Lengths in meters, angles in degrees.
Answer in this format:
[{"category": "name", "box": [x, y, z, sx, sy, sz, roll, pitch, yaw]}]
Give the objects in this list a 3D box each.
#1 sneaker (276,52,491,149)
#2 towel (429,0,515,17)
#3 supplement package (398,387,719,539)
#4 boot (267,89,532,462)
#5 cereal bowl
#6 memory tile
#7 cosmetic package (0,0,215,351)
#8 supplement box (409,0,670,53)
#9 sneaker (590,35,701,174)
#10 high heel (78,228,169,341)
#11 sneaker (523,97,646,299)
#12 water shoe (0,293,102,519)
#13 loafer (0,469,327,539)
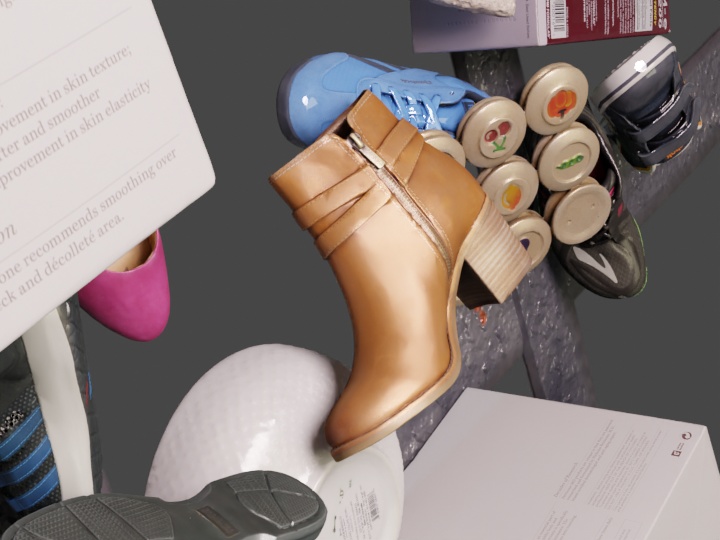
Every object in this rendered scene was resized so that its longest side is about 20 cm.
[{"category": "sneaker", "box": [0.030, -0.107, 0.853, 0.200, 0.078, 0.066, -1, 96, -50]}, {"category": "towel", "box": [0.057, -0.270, 0.836, 0.034, 0.132, 0.200, 119, -18, -80]}, {"category": "supplement package", "box": [0.133, 0.210, 0.916, 0.191, 0.200, 0.147, -49, 129, -36]}, {"category": "boot", "box": [0.000, 0.000, 0.764, 0.155, 0.074, 0.200, 46, 55, -12]}, {"category": "cereal bowl", "box": [-0.036, 0.148, 0.792, 0.200, 0.083, 0.200, -6, 98, -50]}, {"category": "memory tile", "box": [0.079, -0.043, 0.874, 0.200, 0.017, 0.153, -28, 132, -11]}, {"category": "cosmetic package", "box": [-0.193, -0.084, 0.502, 0.167, 0.166, 0.200, -43, 126, -41]}, {"category": "supplement box", "box": [0.137, -0.197, 0.950, 0.200, 0.109, 0.061, -16, 106, -51]}, {"category": "sneaker", "box": [0.236, -0.130, 1.037, 0.079, 0.078, 0.200, 51, 8, 8]}, {"category": "high heel", "box": [-0.121, -0.046, 0.652, 0.067, 0.096, 0.200, -39, 122, -43]}, {"category": "sneaker", "box": [0.176, -0.055, 1.024, 0.084, 0.077, 0.200, -89, 153, -65]}, {"category": "water shoe", "box": [-0.173, 0.073, 0.635, 0.072, 0.079, 0.200, -106, -167, -57]}, {"category": "loafer", "box": [-0.095, 0.149, 0.638, 0.200, 0.072, 0.063, -1, 121, -50]}]
